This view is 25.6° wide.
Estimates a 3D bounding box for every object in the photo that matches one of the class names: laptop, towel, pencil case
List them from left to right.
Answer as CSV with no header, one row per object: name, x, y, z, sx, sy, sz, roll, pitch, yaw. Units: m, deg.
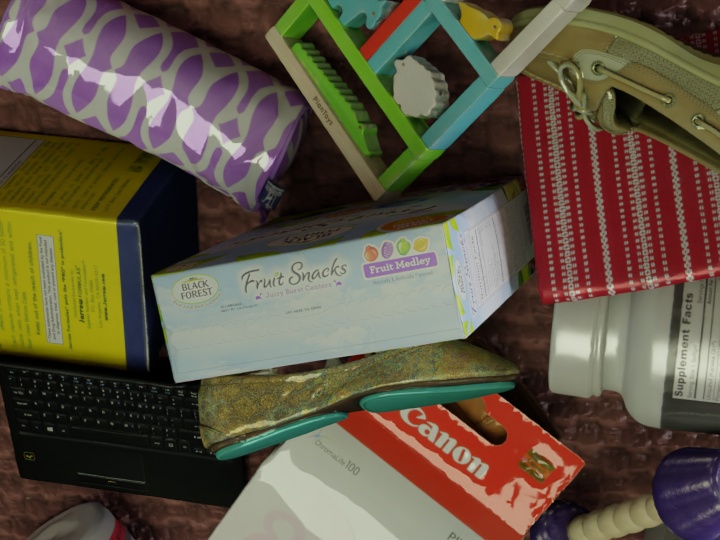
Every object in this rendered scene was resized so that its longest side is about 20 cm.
laptop,-0.178,0.109,1.063,0.177,0.103,0.200,7,128,11
pencil case,-0.125,-0.106,0.957,0.200,0.084,0.086,29,132,0
towel,0.190,-0.064,0.884,0.200,0.022,0.145,-11,70,19

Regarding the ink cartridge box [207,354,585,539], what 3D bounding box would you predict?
ink cartridge box,0.018,0.150,1.009,0.163,0.057,0.200,37,121,3

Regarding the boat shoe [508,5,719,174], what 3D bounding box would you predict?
boat shoe,0.160,-0.086,0.851,0.201,0.073,0.063,24,83,23

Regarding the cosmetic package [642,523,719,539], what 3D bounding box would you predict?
cosmetic package,0.208,0.224,0.985,0.074,0.200,0.102,15,122,6

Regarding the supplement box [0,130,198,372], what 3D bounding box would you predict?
supplement box,-0.214,-0.018,1.011,0.200,0.109,0.110,7,120,11

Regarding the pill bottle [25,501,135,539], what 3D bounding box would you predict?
pill bottle,-0.171,0.276,1.164,0.111,0.111,0.200,-29,108,26

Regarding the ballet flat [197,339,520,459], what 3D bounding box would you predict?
ballet flat,-0.006,0.062,0.962,0.200,0.071,0.071,-15,114,10

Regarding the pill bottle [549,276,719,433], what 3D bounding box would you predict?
pill bottle,0.214,0.041,0.925,0.200,0.111,0.111,6,120,11

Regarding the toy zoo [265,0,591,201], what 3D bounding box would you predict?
toy zoo,0.042,-0.151,0.884,0.200,0.020,0.131,-46,67,30

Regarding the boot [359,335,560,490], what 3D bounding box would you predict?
boot,0.072,0.144,1.060,0.155,0.077,0.200,-34,99,24

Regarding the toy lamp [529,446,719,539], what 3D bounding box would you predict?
toy lamp,0.171,0.147,0.961,0.058,0.058,0.200,36,150,-7

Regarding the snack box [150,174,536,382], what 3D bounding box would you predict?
snack box,0.000,0.000,0.910,0.169,0.200,0.068,-10,99,18
